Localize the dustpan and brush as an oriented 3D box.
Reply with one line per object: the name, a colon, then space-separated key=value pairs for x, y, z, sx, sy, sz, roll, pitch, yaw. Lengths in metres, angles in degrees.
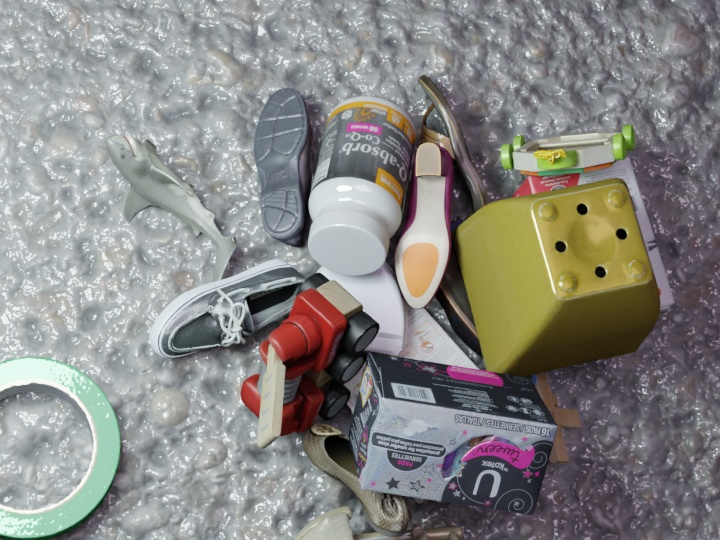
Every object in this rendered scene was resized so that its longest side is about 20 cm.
dustpan and brush: x=0.000 y=0.000 z=1.654 sx=0.138 sy=0.057 sz=0.202 roll=9 pitch=78 yaw=3

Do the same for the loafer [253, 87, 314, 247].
loafer: x=-0.090 y=-0.125 z=1.671 sx=0.071 sy=0.063 sz=0.202 roll=-7 pitch=68 yaw=17

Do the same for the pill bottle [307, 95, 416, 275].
pill bottle: x=0.000 y=-0.102 z=1.619 sx=0.115 sy=0.117 sz=0.201 roll=16 pitch=53 yaw=-7

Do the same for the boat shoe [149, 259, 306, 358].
boat shoe: x=-0.149 y=0.054 z=1.582 sx=0.198 sy=0.068 sz=0.074 roll=-21 pitch=122 yaw=-24

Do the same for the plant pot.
plant pot: x=0.237 y=-0.005 z=1.537 sx=0.193 sy=0.200 sz=0.196 roll=-11 pitch=76 yaw=-12

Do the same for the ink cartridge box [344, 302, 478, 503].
ink cartridge box: x=0.068 y=0.155 z=1.630 sx=0.160 sy=0.050 sz=0.200 roll=-35 pitch=67 yaw=-19

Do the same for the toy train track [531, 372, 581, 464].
toy train track: x=0.213 y=0.142 z=1.657 sx=0.114 sy=0.032 sz=0.202 roll=13 pitch=57 yaw=-44

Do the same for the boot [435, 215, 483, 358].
boot: x=0.142 y=0.026 z=1.654 sx=0.097 sy=0.075 sz=0.200 roll=-40 pitch=81 yaw=-12

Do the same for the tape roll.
tape roll: x=-0.369 y=0.200 z=1.511 sx=0.198 sy=0.048 sz=0.203 roll=3 pitch=74 yaw=-11

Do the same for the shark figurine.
shark figurine: x=-0.237 y=-0.075 z=1.621 sx=0.089 sy=0.128 sz=0.215 roll=-43 pitch=105 yaw=5

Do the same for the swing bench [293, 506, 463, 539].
swing bench: x=0.016 y=0.351 z=1.451 sx=0.198 sy=0.199 sz=0.131 roll=14 pitch=101 yaw=-9

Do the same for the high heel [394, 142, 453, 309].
high heel: x=0.080 y=-0.054 z=1.638 sx=0.067 sy=0.096 sz=0.202 roll=-1 pitch=88 yaw=10

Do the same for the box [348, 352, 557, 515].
box: x=0.098 y=0.181 z=1.493 sx=0.198 sy=0.132 sz=0.116 roll=9 pitch=108 yaw=-10

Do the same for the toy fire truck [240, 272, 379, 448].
toy fire truck: x=-0.080 y=0.126 z=1.493 sx=0.129 sy=0.177 sz=0.199 roll=41 pitch=43 yaw=21

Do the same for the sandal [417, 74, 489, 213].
sandal: x=0.109 y=-0.155 z=1.717 sx=0.054 sy=0.082 sz=0.202 roll=-22 pitch=86 yaw=5

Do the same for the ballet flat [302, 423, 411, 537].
ballet flat: x=-0.003 y=0.225 z=1.526 sx=0.067 sy=0.047 sz=0.200 roll=-3 pitch=29 yaw=-31

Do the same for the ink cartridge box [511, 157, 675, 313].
ink cartridge box: x=0.291 y=-0.026 z=1.702 sx=0.143 sy=0.084 sz=0.202 roll=-11 pitch=75 yaw=-15

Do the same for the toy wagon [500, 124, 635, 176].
toy wagon: x=0.253 y=-0.146 z=1.675 sx=0.154 sy=0.200 sz=0.040 roll=-4 pitch=103 yaw=21
